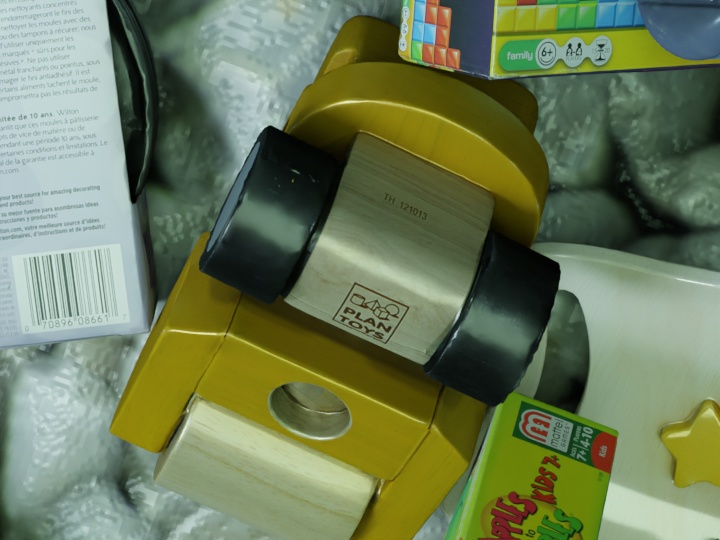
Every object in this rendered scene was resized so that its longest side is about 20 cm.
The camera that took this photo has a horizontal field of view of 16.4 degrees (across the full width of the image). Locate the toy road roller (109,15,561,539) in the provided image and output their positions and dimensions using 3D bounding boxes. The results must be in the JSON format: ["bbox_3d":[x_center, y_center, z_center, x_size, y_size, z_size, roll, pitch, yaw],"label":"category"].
[{"bbox_3d":[0.000,0.000,0.942,0.122,0.147,0.200,25,138,-6],"label":"toy road roller"}]

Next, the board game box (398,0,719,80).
[{"bbox_3d":[0.110,-0.156,0.875,0.199,0.057,0.167,-7,107,-36],"label":"board game box"}]

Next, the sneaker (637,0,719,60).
[{"bbox_3d":[0.162,-0.152,0.836,0.082,0.074,0.201,35,80,-40],"label":"sneaker"}]

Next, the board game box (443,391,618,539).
[{"bbox_3d":[0.037,0.155,0.931,0.047,0.102,0.201,20,125,1],"label":"board game box"}]

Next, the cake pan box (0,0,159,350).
[{"bbox_3d":[-0.177,-0.059,0.945,0.198,0.052,0.186,-7,104,1],"label":"cake pan box"}]

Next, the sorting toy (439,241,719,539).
[{"bbox_3d":[0.127,0.073,0.961,0.179,0.107,0.201,22,112,7],"label":"sorting toy"}]
